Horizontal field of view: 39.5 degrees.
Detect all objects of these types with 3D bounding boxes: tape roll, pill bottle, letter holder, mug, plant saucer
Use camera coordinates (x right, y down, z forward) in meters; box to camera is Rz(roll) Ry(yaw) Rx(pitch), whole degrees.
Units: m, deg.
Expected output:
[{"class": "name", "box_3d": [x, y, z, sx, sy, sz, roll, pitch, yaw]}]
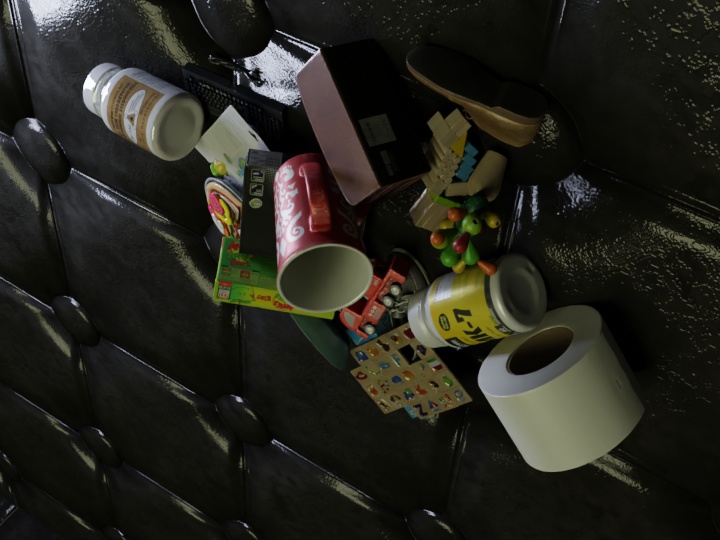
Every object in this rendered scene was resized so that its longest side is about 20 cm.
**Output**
[{"class": "tape roll", "box_3d": [0.285, 0.166, 1.428, 0.201, 0.203, 0.140, -14, 116, 46]}, {"class": "pill bottle", "box_3d": [0.169, 0.051, 1.493, 0.199, 0.114, 0.115, -20, 111, 48]}, {"class": "letter holder", "box_3d": [-0.014, -0.192, 1.392, 0.142, 0.100, 0.203, -29, 83, 52]}, {"class": "mug", "box_3d": [-0.051, -0.074, 1.401, 0.131, 0.202, 0.178, 14, 131, -24]}, {"class": "pill bottle", "box_3d": [-0.362, -0.268, 1.652, 0.198, 0.114, 0.116, 28, 140, 30]}, {"class": "plant saucer", "box_3d": [-0.075, 0.080, 1.717, 0.201, 0.036, 0.200, 51, -175, -7]}]

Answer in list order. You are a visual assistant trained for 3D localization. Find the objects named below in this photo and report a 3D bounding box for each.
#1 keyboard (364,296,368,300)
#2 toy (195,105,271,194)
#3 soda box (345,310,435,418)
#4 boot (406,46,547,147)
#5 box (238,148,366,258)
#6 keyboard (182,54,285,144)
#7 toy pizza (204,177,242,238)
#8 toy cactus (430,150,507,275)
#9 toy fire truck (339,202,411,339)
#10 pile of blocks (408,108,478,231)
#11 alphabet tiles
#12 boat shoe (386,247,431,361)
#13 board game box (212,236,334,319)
[{"class": "keyboard", "box_3d": [-0.021, -0.012, 1.612, 0.056, 0.011, 0.200, -26, 131, 26]}, {"class": "toy", "box_3d": [-0.192, -0.199, 1.619, 0.115, 0.047, 0.199, 49, 150, -9]}, {"class": "soda box", "box_3d": [0.066, 0.151, 1.708, 0.064, 0.068, 0.201, -25, 107, 48]}, {"class": "boot", "box_3d": [0.143, -0.223, 1.307, 0.198, 0.074, 0.076, 30, 150, 13]}, {"class": "box", "box_3d": [-0.088, -0.093, 1.567, 0.196, 0.048, 0.195, 8, 135, -5]}, {"class": "keyboard", "box_3d": [-0.201, -0.281, 1.585, 0.198, 0.021, 0.128, 25, 138, 20]}, {"class": "toy pizza", "box_3d": [-0.209, -0.070, 1.723, 0.200, 0.032, 0.201, 43, 159, 21]}, {"class": "toy cactus", "box_3d": [0.160, -0.078, 1.356, 0.101, 0.167, 0.200, 24, 179, 12]}, {"class": "toy fire truck", "box_3d": [0.000, 0.000, 1.551, 0.140, 0.049, 0.201, 31, 125, -2]}, {"class": "pile of blocks", "box_3d": [0.120, -0.147, 1.410, 0.063, 0.081, 0.202, -116, 30, -43]}, {"class": "alphabet tiles", "box_3d": [0.072, 0.178, 1.669, 0.168, 0.008, 0.199, 51, 138, -10]}, {"class": "boat shoe", "box_3d": [0.076, 0.059, 1.620, 0.072, 0.063, 0.202, 10, 131, 33]}, {"class": "board game box", "box_3d": [-0.135, 0.012, 1.632, 0.196, 0.103, 0.048, 10, 134, -8]}]
